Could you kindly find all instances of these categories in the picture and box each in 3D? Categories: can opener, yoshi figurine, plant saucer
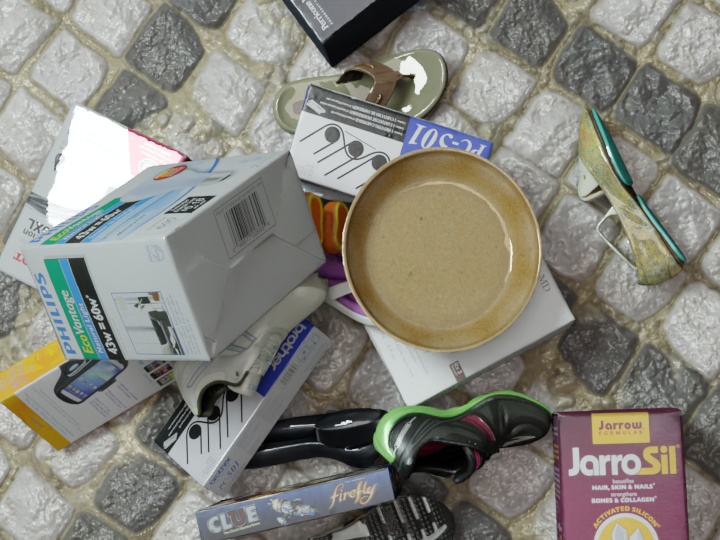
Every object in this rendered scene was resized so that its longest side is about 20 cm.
[{"bbox_3d":[-0.059,0.176,1.359,0.197,0.064,0.079,-9,126,17],"label":"can opener"},{"bbox_3d":[-0.114,-0.052,1.353,0.197,0.112,0.114,-10,119,30],"label":"yoshi figurine"},{"bbox_3d":[0.079,-0.018,1.258,0.196,0.035,0.204,1,81,-4],"label":"plant saucer"}]

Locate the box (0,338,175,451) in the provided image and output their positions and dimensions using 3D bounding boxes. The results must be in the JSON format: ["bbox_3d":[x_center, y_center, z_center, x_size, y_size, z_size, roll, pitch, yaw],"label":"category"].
[{"bbox_3d":[-0.272,0.104,1.355,0.198,0.119,0.042,-32,51,0],"label":"box"}]

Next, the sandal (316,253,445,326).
[{"bbox_3d":[-0.004,0.006,1.324,0.201,0.050,0.083,15,59,38],"label":"sandal"}]

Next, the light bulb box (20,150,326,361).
[{"bbox_3d":[-0.175,-0.014,1.213,0.198,0.198,0.127,-2,115,36],"label":"light bulb box"}]

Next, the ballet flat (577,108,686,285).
[{"bbox_3d":[0.269,-0.074,1.352,0.070,0.071,0.202,-30,83,2],"label":"ballet flat"}]

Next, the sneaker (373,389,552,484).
[{"bbox_3d":[0.110,0.178,1.305,0.197,0.078,0.084,-8,44,-22],"label":"sneaker"}]

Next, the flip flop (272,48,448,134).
[{"bbox_3d":[-0.001,-0.193,1.388,0.196,0.058,0.083,-9,84,4],"label":"flip flop"}]

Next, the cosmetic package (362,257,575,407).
[{"bbox_3d":[0.115,0.053,1.343,0.198,0.081,0.114,-30,80,3],"label":"cosmetic package"}]

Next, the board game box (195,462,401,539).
[{"bbox_3d":[-0.059,0.237,1.314,0.197,0.136,0.035,-13,83,3],"label":"board game box"}]

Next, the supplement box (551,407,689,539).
[{"bbox_3d":[0.265,0.244,1.300,0.129,0.103,0.204,-3,84,5],"label":"supplement box"}]

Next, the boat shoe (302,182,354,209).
[{"bbox_3d":[0.003,-0.113,1.379,0.197,0.071,0.093,5,84,-1],"label":"boat shoe"}]

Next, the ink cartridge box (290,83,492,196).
[{"bbox_3d":[0.028,-0.115,1.312,0.197,0.044,0.096,17,89,-4],"label":"ink cartridge box"}]

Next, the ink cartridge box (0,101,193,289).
[{"bbox_3d":[-0.283,-0.056,1.388,0.144,0.083,0.202,25,87,7],"label":"ink cartridge box"}]

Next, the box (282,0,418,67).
[{"bbox_3d":[-0.023,-0.363,1.383,0.181,0.104,0.201,-36,82,0],"label":"box"}]

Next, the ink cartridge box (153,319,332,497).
[{"bbox_3d":[-0.125,0.128,1.351,0.094,0.044,0.201,31,83,38],"label":"ink cartridge box"}]

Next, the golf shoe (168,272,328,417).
[{"bbox_3d":[-0.105,0.078,1.298,0.199,0.078,0.098,-33,59,23],"label":"golf shoe"}]

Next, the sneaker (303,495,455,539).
[{"bbox_3d":[0.004,0.287,1.341,0.197,0.080,0.075,-14,81,-14],"label":"sneaker"}]
